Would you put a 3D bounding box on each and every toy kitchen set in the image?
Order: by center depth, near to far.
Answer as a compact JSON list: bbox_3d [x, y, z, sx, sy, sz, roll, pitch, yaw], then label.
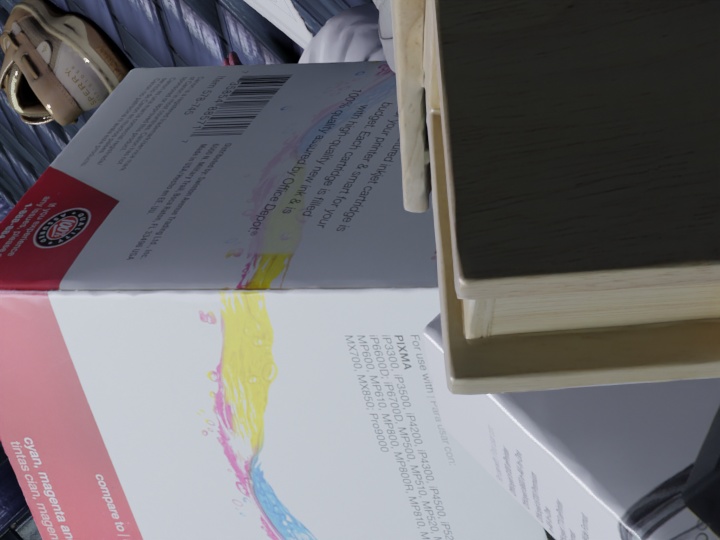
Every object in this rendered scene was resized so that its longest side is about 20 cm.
[{"bbox_3d":[0.095,-0.071,0.628,0.163,0.180,0.201,88,178,-71],"label":"toy kitchen set"}]

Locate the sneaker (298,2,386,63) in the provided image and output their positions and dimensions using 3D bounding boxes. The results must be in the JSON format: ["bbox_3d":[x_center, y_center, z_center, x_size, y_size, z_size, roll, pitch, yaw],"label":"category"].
[{"bbox_3d":[0.000,0.000,1.019,0.078,0.201,0.099,9,-169,-44],"label":"sneaker"}]

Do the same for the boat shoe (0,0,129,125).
[{"bbox_3d":[-0.212,-0.135,1.741,0.071,0.065,0.200,50,170,-18],"label":"boat shoe"}]

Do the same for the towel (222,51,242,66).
[{"bbox_3d":[-0.023,-0.005,1.224,0.144,0.023,0.200,55,-170,-27],"label":"towel"}]

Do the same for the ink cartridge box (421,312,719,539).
[{"bbox_3d":[0.136,0.046,0.697,0.200,0.145,0.084,44,169,20],"label":"ink cartridge box"}]

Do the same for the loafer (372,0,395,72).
[{"bbox_3d":[0.038,-0.099,0.800,0.070,0.070,0.200,62,168,-4],"label":"loafer"}]

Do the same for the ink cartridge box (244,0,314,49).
[{"bbox_3d":[-0.076,-0.181,1.029,0.161,0.050,0.200,41,174,31],"label":"ink cartridge box"}]

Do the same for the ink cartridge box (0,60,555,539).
[{"bbox_3d":[-0.003,0.023,0.886,0.199,0.145,0.145,0,124,28],"label":"ink cartridge box"}]
